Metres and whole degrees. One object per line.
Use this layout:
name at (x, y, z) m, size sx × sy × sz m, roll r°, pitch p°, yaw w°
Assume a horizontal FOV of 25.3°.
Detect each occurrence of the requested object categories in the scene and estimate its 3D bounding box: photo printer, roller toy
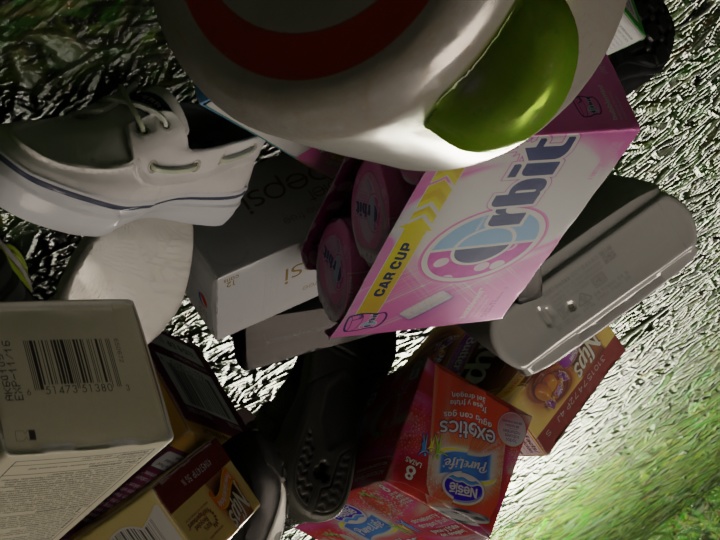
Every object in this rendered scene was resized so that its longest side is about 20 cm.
photo printer at (0.144, -0.004, 1.183) m, size 0.166 × 0.070 × 0.200 m, roll -35°, pitch -170°, yaw -2°
roller toy at (0.016, -0.140, 0.672) m, size 0.181 × 0.202 × 0.139 m, roll -4°, pitch 173°, yaw 31°

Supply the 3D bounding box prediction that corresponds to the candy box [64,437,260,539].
candy box at (-0.162, 0.183, 0.930) m, size 0.199 × 0.055 × 0.115 m, roll -35°, pitch 179°, yaw 14°

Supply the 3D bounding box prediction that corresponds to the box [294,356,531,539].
box at (0.027, 0.145, 1.180) m, size 0.200 × 0.095 × 0.100 m, roll -31°, pitch -146°, yaw 61°

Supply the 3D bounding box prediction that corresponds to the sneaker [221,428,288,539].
sneaker at (-0.121, 0.175, 1.008) m, size 0.087 × 0.076 × 0.200 m, roll -1°, pitch 141°, yaw -43°

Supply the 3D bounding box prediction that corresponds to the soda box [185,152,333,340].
soda box at (-0.017, -0.036, 0.982) m, size 0.199 × 0.068 × 0.064 m, roll -24°, pitch 148°, yaw -22°

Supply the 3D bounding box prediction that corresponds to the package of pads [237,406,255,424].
package of pads at (-0.156, 0.194, 1.267) m, size 0.199 × 0.076 × 0.121 m, roll -27°, pitch 157°, yaw -16°

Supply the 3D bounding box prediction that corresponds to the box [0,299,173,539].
box at (-0.186, 0.095, 0.804) m, size 0.095 × 0.078 × 0.200 m, roll 0°, pitch 152°, yaw -41°

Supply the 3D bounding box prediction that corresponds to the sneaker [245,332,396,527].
sneaker at (-0.041, 0.094, 1.151) m, size 0.076 × 0.200 × 0.114 m, roll 33°, pitch 146°, yaw -27°

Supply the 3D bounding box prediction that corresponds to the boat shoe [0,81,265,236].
boat shoe at (-0.118, -0.065, 0.811) m, size 0.067 × 0.073 × 0.200 m, roll -57°, pitch 161°, yaw 17°

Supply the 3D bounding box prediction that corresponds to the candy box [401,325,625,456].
candy box at (0.100, 0.089, 1.261) m, size 0.117 × 0.057 × 0.199 m, roll -48°, pitch -160°, yaw -29°

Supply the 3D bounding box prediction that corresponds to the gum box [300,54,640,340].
gum box at (0.050, -0.039, 0.867) m, size 0.113 × 0.066 × 0.200 m, roll -6°, pitch 150°, yaw -24°

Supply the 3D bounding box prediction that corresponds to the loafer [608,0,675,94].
loafer at (0.132, -0.126, 0.977) m, size 0.070 × 0.068 × 0.200 m, roll -22°, pitch -168°, yaw 41°

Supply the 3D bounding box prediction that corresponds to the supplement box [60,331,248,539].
supplement box at (-0.186, 0.132, 1.059) m, size 0.200 × 0.103 × 0.131 m, roll -36°, pitch 159°, yaw 5°

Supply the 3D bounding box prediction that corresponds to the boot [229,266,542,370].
boot at (0.000, 0.000, 1.067) m, size 0.199 × 0.066 × 0.165 m, roll -15°, pitch -164°, yaw -10°

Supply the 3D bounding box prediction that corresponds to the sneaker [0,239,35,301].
sneaker at (-0.203, 0.010, 0.813) m, size 0.074 × 0.081 × 0.200 m, roll -33°, pitch 158°, yaw 0°

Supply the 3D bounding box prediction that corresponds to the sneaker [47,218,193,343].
sneaker at (-0.165, 0.032, 0.932) m, size 0.075 × 0.088 × 0.201 m, roll 16°, pitch 103°, yaw -37°

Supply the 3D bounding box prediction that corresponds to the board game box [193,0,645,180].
board game box at (0.032, -0.121, 0.836) m, size 0.199 × 0.041 × 0.153 m, roll -23°, pitch 159°, yaw 19°
